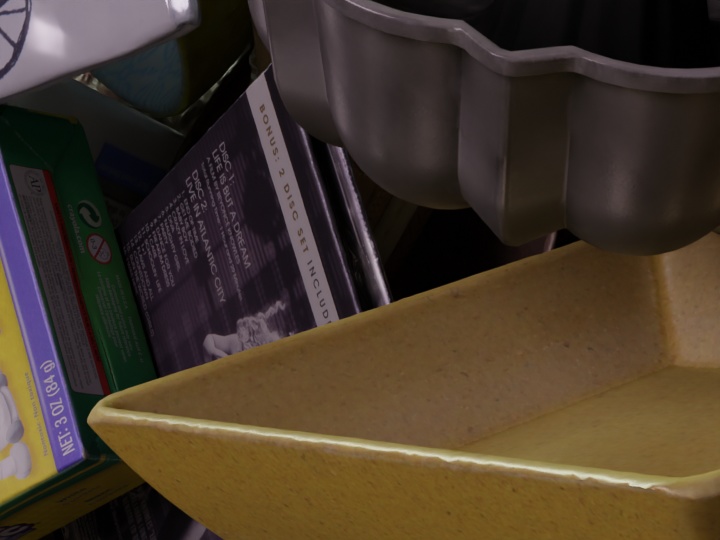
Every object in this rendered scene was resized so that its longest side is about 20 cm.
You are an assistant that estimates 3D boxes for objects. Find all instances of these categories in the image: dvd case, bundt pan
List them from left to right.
[{"bbox_3d":[-0.043,0.050,0.702,0.200,0.016,0.149,-41,60,51],"label":"dvd case"},{"bbox_3d":[0.061,-0.075,0.611,0.202,0.201,0.076,-117,24,-47],"label":"bundt pan"}]

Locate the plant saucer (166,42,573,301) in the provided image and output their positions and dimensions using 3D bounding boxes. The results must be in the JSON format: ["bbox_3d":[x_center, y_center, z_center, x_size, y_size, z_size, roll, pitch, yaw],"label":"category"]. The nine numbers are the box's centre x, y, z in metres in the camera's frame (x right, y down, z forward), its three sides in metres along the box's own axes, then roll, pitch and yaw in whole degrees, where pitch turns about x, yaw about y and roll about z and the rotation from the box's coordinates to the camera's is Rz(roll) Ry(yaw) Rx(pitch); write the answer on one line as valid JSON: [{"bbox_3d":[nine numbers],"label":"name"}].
[{"bbox_3d":[0.000,0.000,0.749,0.200,0.037,0.201,-27,50,38],"label":"plant saucer"}]

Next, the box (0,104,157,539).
[{"bbox_3d":[-0.155,0.044,0.750,0.200,0.048,0.118,-31,68,31],"label":"box"}]

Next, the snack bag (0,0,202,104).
[{"bbox_3d":[-0.132,-0.128,0.707,0.199,0.021,0.189,-14,80,34],"label":"snack bag"}]

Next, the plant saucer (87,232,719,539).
[{"bbox_3d":[0.072,0.033,0.550,0.200,0.199,0.049,3,106,51],"label":"plant saucer"}]

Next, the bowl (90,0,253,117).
[{"bbox_3d":[-0.079,-0.163,0.818,0.108,0.201,0.200,-38,34,-15],"label":"bowl"}]

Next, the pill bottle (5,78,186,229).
[{"bbox_3d":[-0.148,0.021,0.852,0.114,0.114,0.201,28,92,53],"label":"pill bottle"}]

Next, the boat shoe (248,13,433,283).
[{"bbox_3d":[-0.008,-0.075,0.707,0.072,0.076,0.201,15,85,50],"label":"boat shoe"}]
